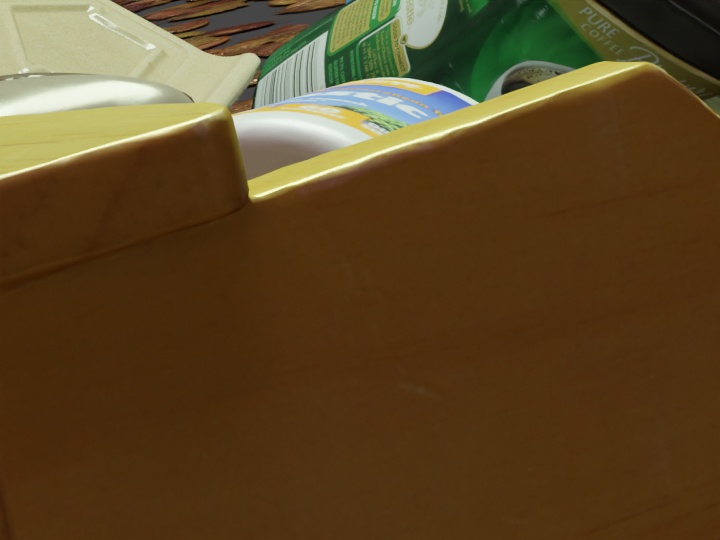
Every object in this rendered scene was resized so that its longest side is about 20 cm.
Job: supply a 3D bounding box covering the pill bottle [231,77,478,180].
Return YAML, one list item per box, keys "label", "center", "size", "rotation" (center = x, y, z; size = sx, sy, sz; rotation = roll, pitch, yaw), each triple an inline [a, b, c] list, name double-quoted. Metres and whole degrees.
- label: "pill bottle"
  center: [0.000, 0.000, 0.711]
  size: [0.112, 0.112, 0.200]
  rotation: [-8, 7, 15]

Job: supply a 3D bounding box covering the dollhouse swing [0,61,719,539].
- label: "dollhouse swing"
  center: [-0.035, 0.062, 0.451]
  size: [0.182, 0.200, 0.176]
  rotation: [-1, 18, 41]

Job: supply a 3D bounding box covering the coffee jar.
- label: "coffee jar"
  center: [0.059, -0.079, 0.830]
  size: [0.200, 0.104, 0.085]
  rotation: [-33, 41, 39]

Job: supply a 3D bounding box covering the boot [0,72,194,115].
- label: "boot"
  center: [-0.134, -0.011, 0.645]
  size: [0.200, 0.070, 0.146]
  rotation: [-22, 1, -6]

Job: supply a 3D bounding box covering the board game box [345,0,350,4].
- label: "board game box"
  center: [0.097, -0.110, 1.000]
  size: [0.195, 0.200, 0.056]
  rotation: [2, 46, -18]

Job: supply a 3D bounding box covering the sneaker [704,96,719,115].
- label: "sneaker"
  center: [0.177, -0.071, 0.942]
  size: [0.072, 0.200, 0.072]
  rotation: [2, 63, 60]

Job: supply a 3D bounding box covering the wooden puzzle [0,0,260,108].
- label: "wooden puzzle"
  center: [-0.151, -0.069, 0.816]
  size: [0.200, 0.046, 0.185]
  rotation: [24, 27, 2]
